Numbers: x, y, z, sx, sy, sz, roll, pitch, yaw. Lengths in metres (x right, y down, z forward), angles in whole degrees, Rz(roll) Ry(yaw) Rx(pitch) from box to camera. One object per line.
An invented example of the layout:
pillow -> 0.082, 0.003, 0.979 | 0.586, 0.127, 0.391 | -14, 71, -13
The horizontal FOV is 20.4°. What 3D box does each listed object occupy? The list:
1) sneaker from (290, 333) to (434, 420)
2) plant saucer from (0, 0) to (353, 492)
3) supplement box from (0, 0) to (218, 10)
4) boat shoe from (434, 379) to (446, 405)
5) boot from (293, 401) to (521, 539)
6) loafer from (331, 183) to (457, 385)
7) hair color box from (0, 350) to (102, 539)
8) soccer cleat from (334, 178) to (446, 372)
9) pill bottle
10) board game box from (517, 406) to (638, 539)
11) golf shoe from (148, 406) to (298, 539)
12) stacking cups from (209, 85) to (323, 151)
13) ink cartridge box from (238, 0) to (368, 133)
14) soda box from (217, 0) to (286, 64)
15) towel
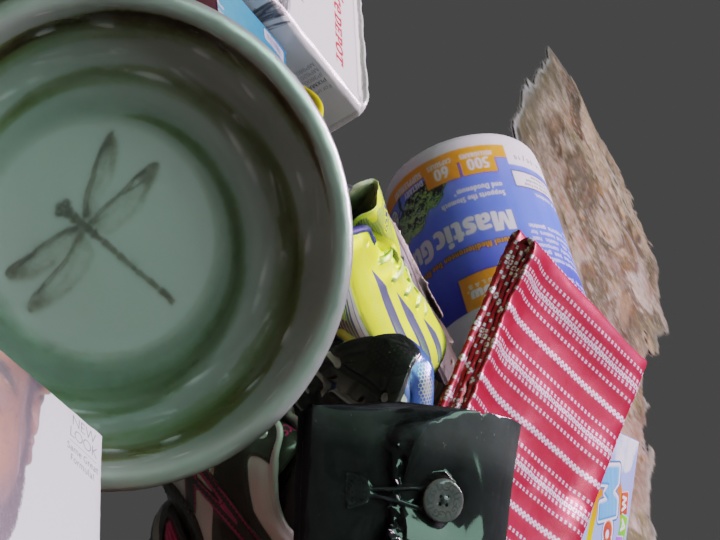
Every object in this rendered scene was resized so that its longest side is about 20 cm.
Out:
sneaker -> 0.017, 0.102, 0.914 | 0.079, 0.089, 0.201 | 50, -31, 39
plant saucer -> -0.103, -0.013, 0.805 | 0.201, 0.200, 0.050 | 59, -16, -7
supplement box -> -0.106, -0.079, 0.939 | 0.200, 0.061, 0.109 | -16, 95, -80
boat shoe -> -0.010, 0.088, 1.046 | 0.067, 0.072, 0.200 | 33, 17, 4
boot -> 0.047, 0.157, 0.802 | 0.164, 0.066, 0.201 | 9, 71, -26
loafer -> 0.016, 0.042, 1.171 | 0.071, 0.073, 0.201 | -61, 131, -73
hair color box -> -0.142, 0.112, 0.661 | 0.111, 0.064, 0.201 | 46, 24, -37
soccer cleat -> 0.000, 0.000, 1.015 | 0.065, 0.084, 0.200 | 33, -1, 37
pill bottle -> 0.091, 0.019, 1.316 | 0.112, 0.112, 0.201 | 36, 31, -52
board game box -> 0.109, 0.158, 1.185 | 0.200, 0.036, 0.152 | 26, 70, -61
golf shoe -> -0.068, 0.067, 0.881 | 0.201, 0.088, 0.077 | 64, 21, 10
stacking cups -> -0.044, 0.014, 0.909 | 0.061, 0.060, 0.201 | -84, 174, -59
ink cartridge box -> -0.084, -0.181, 1.184 | 0.200, 0.085, 0.146 | 48, 24, -32
soda box -> -0.120, -0.148, 1.067 | 0.200, 0.068, 0.064 | 48, 22, -35
towel -> 0.091, 0.099, 1.089 | 0.145, 0.022, 0.201 | 45, 59, -38
